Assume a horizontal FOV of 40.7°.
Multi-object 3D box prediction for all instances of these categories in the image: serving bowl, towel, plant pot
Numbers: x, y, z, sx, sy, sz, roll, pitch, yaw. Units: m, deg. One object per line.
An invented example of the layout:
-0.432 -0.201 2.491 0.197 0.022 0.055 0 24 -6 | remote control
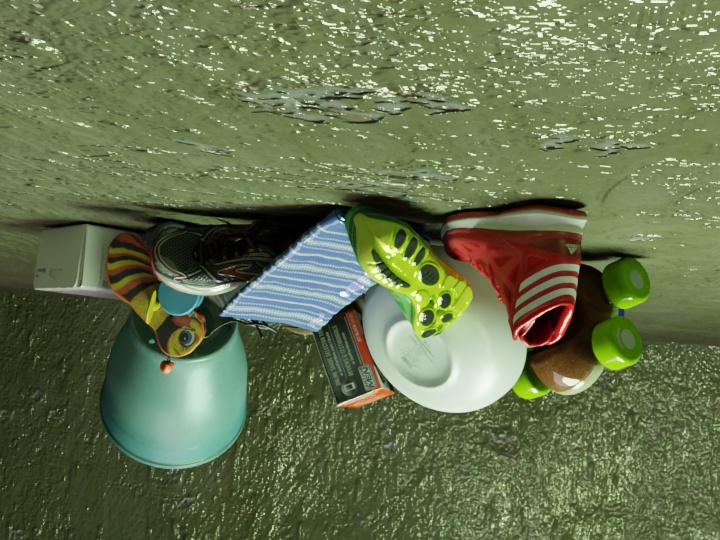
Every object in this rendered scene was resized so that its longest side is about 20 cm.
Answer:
0.079 0.076 1.065 0.198 0.203 0.066 1 -153 37 | serving bowl
-0.036 0.006 1.010 0.144 0.024 0.199 11 140 -45 | towel
-0.235 0.118 1.251 0.197 0.202 0.189 6 136 -10 | plant pot

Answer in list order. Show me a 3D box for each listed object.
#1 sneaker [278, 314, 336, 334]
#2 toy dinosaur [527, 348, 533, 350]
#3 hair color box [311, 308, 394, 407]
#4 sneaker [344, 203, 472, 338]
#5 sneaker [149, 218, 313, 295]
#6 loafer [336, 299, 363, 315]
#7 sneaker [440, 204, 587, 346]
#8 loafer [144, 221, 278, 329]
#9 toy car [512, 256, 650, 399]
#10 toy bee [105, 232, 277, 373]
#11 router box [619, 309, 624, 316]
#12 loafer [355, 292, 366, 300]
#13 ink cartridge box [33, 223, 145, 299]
-0.118 0.042 1.280 0.198 0.072 0.075 9 -178 44 | sneaker
0.218 0.056 1.274 0.199 0.102 0.077 28 -156 -41 | toy dinosaur
-0.006 0.115 1.221 0.060 0.103 0.200 -20 171 4 | hair color box
0.048 -0.003 0.932 0.084 0.074 0.200 55 -176 40 | sneaker
-0.125 -0.024 1.032 0.197 0.082 0.075 -3 160 -7 | sneaker
-0.033 0.037 1.368 0.067 0.077 0.200 -22 -173 -5 | loafer
0.126 0.008 0.874 0.077 0.117 0.200 6 174 -18 | sneaker
-0.176 0.001 1.179 0.199 0.072 0.063 36 170 -29 | loafer
0.194 0.030 1.087 0.199 0.159 0.164 35 143 -21 | toy car
-0.210 0.052 1.074 0.199 0.109 0.131 33 177 17 | toy bee
0.278 0.043 1.455 0.178 0.050 0.199 1 173 35 | router box
0.000 0.000 1.152 0.198 0.063 0.072 -20 119 25 | loafer
-0.319 -0.005 1.315 0.198 0.085 0.144 9 172 -41 | ink cartridge box
